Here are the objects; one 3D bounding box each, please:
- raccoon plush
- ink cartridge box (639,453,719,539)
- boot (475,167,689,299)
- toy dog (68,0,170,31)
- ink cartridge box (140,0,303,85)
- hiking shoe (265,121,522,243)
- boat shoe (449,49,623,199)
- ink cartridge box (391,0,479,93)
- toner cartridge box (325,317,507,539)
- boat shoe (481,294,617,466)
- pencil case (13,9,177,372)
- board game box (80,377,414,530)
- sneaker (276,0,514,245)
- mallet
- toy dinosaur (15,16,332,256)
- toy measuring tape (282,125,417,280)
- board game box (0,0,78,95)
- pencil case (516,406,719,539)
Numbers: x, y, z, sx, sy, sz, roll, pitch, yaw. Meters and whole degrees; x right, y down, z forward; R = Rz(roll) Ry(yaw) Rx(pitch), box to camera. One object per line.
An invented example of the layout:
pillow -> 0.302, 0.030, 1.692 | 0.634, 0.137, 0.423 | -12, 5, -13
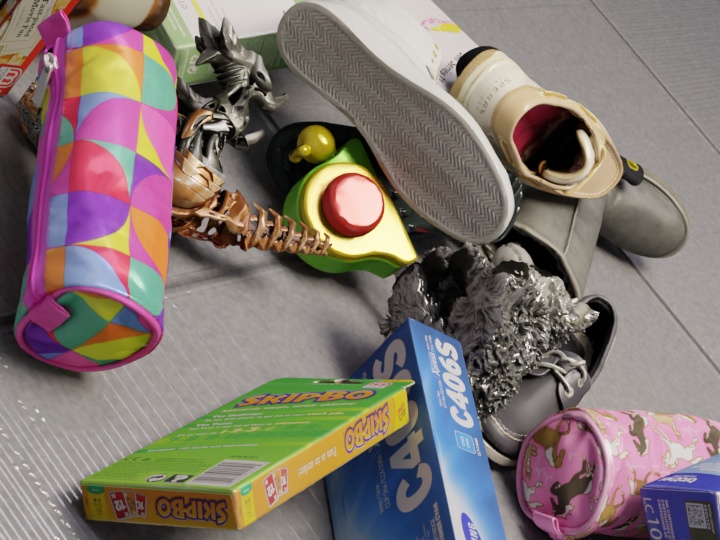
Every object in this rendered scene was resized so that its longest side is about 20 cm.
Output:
raccoon plush -> 0.076, 0.074, 1.305 | 0.096, 0.201, 0.134 | 10, -12, 38
ink cartridge box -> 0.261, 0.182, 1.312 | 0.199, 0.076, 0.138 | -17, 97, -34
boot -> 0.174, -0.029, 1.587 | 0.181, 0.073, 0.200 | 31, 26, -8
toy dog -> -0.176, -0.243, 1.319 | 0.139, 0.193, 0.202 | 12, 74, -65
ink cartridge box -> -0.072, -0.205, 1.454 | 0.199, 0.048, 0.146 | -12, 57, -27
hiking shoe -> 0.013, -0.062, 1.445 | 0.199, 0.075, 0.087 | 14, 9, -31
boat shoe -> 0.136, -0.087, 1.467 | 0.069, 0.074, 0.200 | 45, 12, 37
ink cartridge box -> 0.043, -0.147, 1.576 | 0.200, 0.067, 0.117 | 44, 29, -1
toner cartridge box -> 0.029, 0.131, 1.164 | 0.043, 0.095, 0.201 | 24, 34, -29
boat shoe -> 0.123, 0.066, 1.402 | 0.073, 0.063, 0.200 | 48, 30, 2
pencil case -> -0.147, -0.044, 1.143 | 0.088, 0.088, 0.201 | 23, 47, -33
board game box -> -0.053, 0.093, 1.110 | 0.200, 0.095, 0.030 | -30, 115, -57
sneaker -> 0.044, -0.110, 1.375 | 0.200, 0.074, 0.115 | 49, 27, 7
mallet -> 0.149, -0.098, 1.549 | 0.199, 0.041, 0.066 | 30, 36, -35
toy dinosaur -> -0.112, -0.067, 1.274 | 0.200, 0.102, 0.136 | 45, 50, -27
toy measuring tape -> 0.000, 0.000, 1.345 | 0.073, 0.073, 0.201 | -16, 81, -58
board game box -> -0.207, -0.227, 1.223 | 0.046, 0.200, 0.152 | -2, 52, -53
pencil case -> 0.188, 0.138, 1.369 | 0.199, 0.083, 0.087 | 11, 55, -46
